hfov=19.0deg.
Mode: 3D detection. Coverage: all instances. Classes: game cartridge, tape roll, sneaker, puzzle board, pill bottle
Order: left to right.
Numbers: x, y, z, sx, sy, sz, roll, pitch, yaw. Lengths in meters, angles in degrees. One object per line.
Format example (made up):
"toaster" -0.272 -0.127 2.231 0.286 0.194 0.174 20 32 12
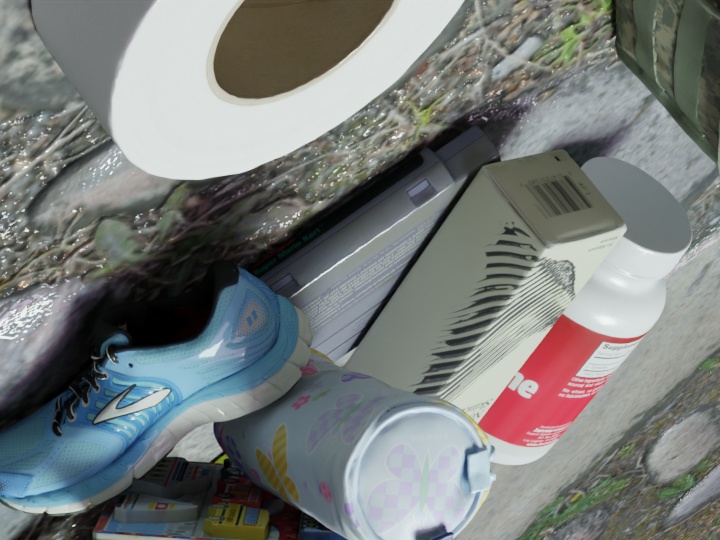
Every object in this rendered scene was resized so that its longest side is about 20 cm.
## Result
"sneaker" -0.129 0.055 1.166 0.200 0.078 0.090 -32 127 8
"puzzle board" -0.068 0.132 1.230 0.150 0.017 0.200 5 -174 -1
"tape roll" -0.039 -0.133 0.924 0.202 0.071 0.203 -30 156 -15
"game cartridge" 0.000 0.000 1.276 0.200 0.038 0.130 -35 153 -7
"pill bottle" 0.127 0.026 1.403 0.112 0.112 0.200 -11 145 -46

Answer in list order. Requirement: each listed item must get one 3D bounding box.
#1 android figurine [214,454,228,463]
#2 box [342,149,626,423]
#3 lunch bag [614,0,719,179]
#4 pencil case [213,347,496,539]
"android figurine" -0.058 0.158 1.479 0.182 0.041 0.200 -38 159 1
"box" 0.069 0.022 1.289 0.082 0.068 0.200 -14 148 -43
"lunch bag" 0.232 -0.118 1.174 0.117 0.200 0.164 -35 158 -7
"pencil case" -0.007 0.093 1.166 0.090 0.083 0.200 -23 -164 -22
